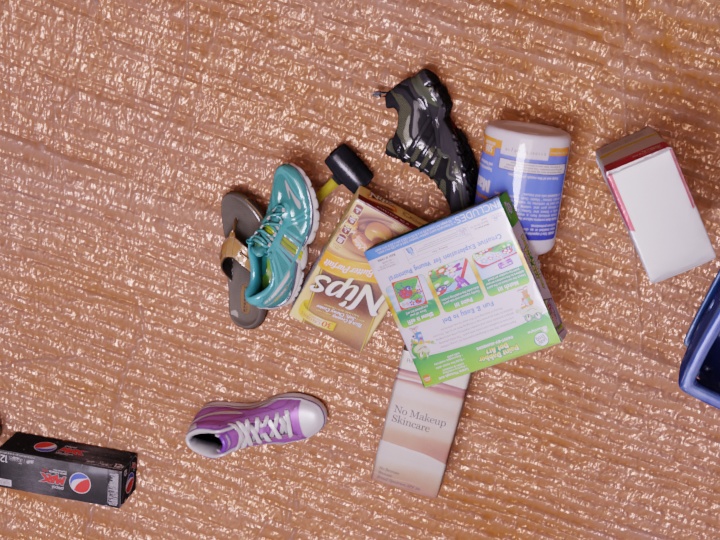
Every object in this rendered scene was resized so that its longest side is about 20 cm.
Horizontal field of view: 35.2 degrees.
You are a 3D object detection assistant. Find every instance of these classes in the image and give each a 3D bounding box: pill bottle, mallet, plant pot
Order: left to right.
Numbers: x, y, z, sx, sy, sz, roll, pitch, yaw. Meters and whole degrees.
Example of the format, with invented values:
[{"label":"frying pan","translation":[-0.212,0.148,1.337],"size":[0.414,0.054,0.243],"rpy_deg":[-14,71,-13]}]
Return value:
[{"label":"mallet","translation":[-0.062,-0.082,1.554],"size":[0.066,0.041,0.200],"rpy_deg":[39,113,-4]},{"label":"pill bottle","translation":[0.202,-0.085,1.461],"size":[0.111,0.112,0.201],"rpy_deg":[9,106,8]},{"label":"plant pot","translation":[0.519,0.073,1.411],"size":[0.199,0.180,0.201],"rpy_deg":[23,109,3]}]

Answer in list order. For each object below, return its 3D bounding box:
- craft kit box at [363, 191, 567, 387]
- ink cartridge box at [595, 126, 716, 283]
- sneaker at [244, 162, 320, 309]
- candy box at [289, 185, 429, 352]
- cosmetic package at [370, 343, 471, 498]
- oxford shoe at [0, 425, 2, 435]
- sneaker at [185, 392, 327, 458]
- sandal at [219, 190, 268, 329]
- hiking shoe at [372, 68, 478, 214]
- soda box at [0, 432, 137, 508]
[{"label":"craft kit box","translation":[0.132,0.027,1.436],"size":[0.199,0.048,0.198],"rpy_deg":[-21,95,26]},{"label":"ink cartridge box","translation":[0.356,-0.086,1.387],"size":[0.083,0.200,0.146],"rpy_deg":[-24,100,12]},{"label":"sneaker","translation":[-0.108,-0.043,1.507],"size":[0.077,0.079,0.201],"rpy_deg":[20,106,40]},{"label":"candy box","translation":[0.000,0.000,1.534],"size":[0.115,0.055,0.200],"rpy_deg":[28,115,-7]},{"label":"cosmetic package","translation":[0.089,0.199,1.573],"size":[0.103,0.087,0.201],"rpy_deg":[14,107,8]},{"label":"oxford shoe","translation":[-0.599,0.304,1.747],"size":[0.084,0.073,0.200],"rpy_deg":[35,112,-17]},{"label":"sneaker","translation":[-0.150,0.231,1.613],"size":[0.199,0.114,0.073],"rpy_deg":[-8,102,11]},{"label":"sandal","translation":[-0.168,-0.009,1.571],"size":[0.081,0.055,0.201],"rpy_deg":[15,112,28]},{"label":"hiking shoe","translation":[0.088,-0.157,1.491],"size":[0.100,0.076,0.201],"rpy_deg":[-19,92,23]},{"label":"soda box","translation":[-0.441,0.300,1.707],"size":[0.199,0.071,0.064],"rpy_deg":[9,106,8]}]
